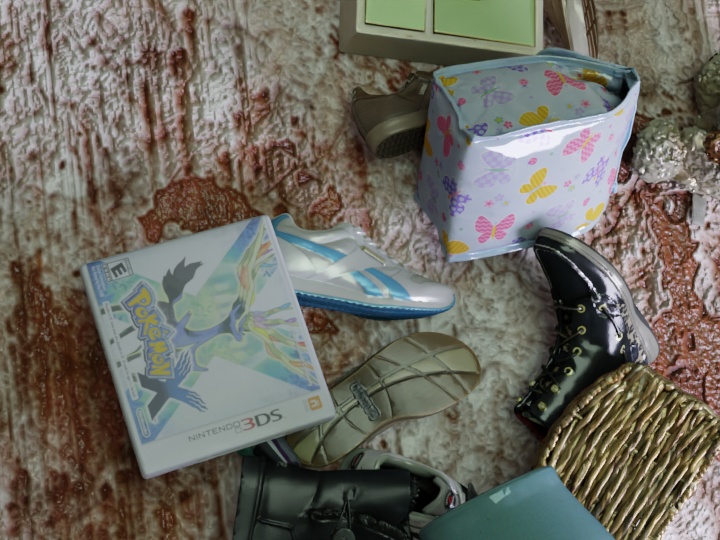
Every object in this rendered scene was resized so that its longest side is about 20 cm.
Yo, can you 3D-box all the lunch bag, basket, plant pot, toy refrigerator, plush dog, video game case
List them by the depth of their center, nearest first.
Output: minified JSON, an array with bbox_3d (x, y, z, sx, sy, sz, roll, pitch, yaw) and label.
[{"bbox_3d":[0.147,0.280,1.309,0.198,0.200,0.189,-21,75,-19],"label":"plant pot"},{"bbox_3d":[-0.137,0.065,1.364,0.181,0.022,0.202,-16,75,-16],"label":"video game case"},{"bbox_3d":[0.242,0.189,1.455,0.142,0.149,0.201,34,93,9],"label":"basket"},{"bbox_3d":[0.164,-0.116,1.469,0.198,0.171,0.128,-10,49,-15],"label":"lunch bag"},{"bbox_3d":[0.083,-0.254,1.530,0.198,0.070,0.077,5,79,-16],"label":"toy refrigerator"},{"bbox_3d":[0.398,-0.138,1.551,0.200,0.172,0.161,-43,94,-20],"label":"plush dog"}]

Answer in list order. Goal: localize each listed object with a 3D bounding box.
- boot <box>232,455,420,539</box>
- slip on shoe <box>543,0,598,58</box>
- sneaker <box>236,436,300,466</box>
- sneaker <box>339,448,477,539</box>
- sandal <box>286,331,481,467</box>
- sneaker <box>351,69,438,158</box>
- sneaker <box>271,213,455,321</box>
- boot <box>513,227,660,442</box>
[{"bbox_3d":[-0.036,0.268,1.358,0.166,0.076,0.202,8,95,-2],"label":"boot"},{"bbox_3d":[0.202,-0.300,1.584,0.060,0.076,0.202,-12,92,21],"label":"slip on shoe"},{"bbox_3d":[-0.109,0.100,1.406,0.087,0.074,0.200,-43,93,-24],"label":"sneaker"},{"bbox_3d":[0.077,0.231,1.431,0.199,0.088,0.075,28,72,-12],"label":"sneaker"},{"bbox_3d":[0.020,0.123,1.455,0.199,0.054,0.081,-29,82,-5],"label":"sandal"},{"bbox_3d":[0.083,-0.174,1.517,0.198,0.071,0.076,-16,66,-28],"label":"sneaker"},{"bbox_3d":[0.000,0.000,1.456,0.198,0.076,0.082,12,75,-17],"label":"sneaker"},{"bbox_3d":[0.200,0.073,1.478,0.154,0.073,0.204,-51,125,-16],"label":"boot"}]
